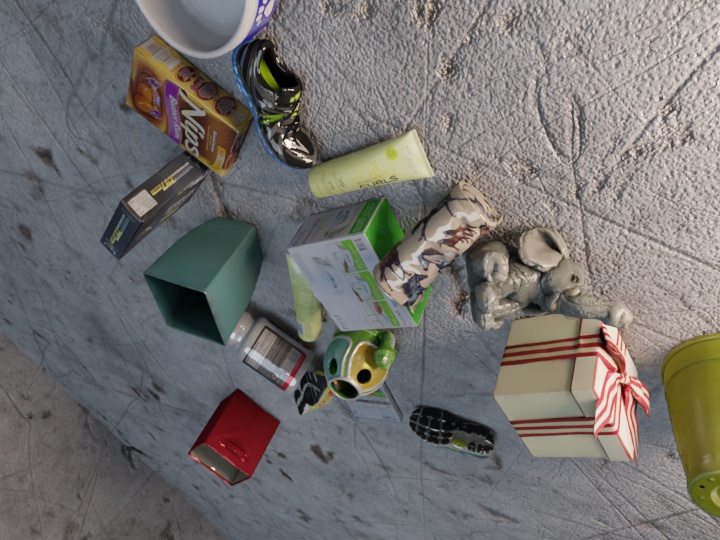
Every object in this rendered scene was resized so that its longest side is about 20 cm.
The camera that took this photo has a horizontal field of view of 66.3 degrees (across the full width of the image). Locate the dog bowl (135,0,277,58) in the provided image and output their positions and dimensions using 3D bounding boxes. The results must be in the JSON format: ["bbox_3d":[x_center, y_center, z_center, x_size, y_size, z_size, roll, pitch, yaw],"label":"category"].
[{"bbox_3d":[-0.198,-0.379,0.682,0.194,0.079,0.205,17,130,20],"label":"dog bowl"}]

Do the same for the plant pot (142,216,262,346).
[{"bbox_3d":[-0.275,0.002,1.042,0.137,0.203,0.144,14,139,19],"label":"plant pot"}]

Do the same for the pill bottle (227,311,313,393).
[{"bbox_3d":[-0.211,0.178,1.250,0.197,0.112,0.111,35,140,-5],"label":"pill bottle"}]

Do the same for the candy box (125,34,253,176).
[{"bbox_3d":[-0.277,-0.261,0.891,0.197,0.057,0.117,36,139,-7],"label":"candy box"}]

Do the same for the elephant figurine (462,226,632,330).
[{"bbox_3d":[0.255,0.016,0.786,0.192,0.161,0.142,-7,170,4],"label":"elephant figurine"}]

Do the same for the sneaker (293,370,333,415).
[{"bbox_3d":[-0.097,0.281,1.310,0.200,0.088,0.081,-51,54,59],"label":"sneaker"}]

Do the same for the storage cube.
[{"bbox_3d":[-0.371,0.491,1.616,0.170,0.182,0.199,39,141,-10],"label":"storage cube"}]

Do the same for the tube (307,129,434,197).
[{"bbox_3d":[0.010,-0.153,0.825,0.194,0.054,0.057,-8,171,32],"label":"tube"}]

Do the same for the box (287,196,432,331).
[{"bbox_3d":[0.000,0.000,0.945,0.172,0.098,0.203,-8,127,38],"label":"box"}]

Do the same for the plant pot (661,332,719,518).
[{"bbox_3d":[0.526,0.231,0.768,0.194,0.195,0.204,17,139,16],"label":"plant pot"}]

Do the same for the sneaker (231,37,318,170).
[{"bbox_3d":[-0.115,-0.235,0.800,0.081,0.071,0.203,1,129,39],"label":"sneaker"}]

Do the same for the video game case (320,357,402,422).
[{"bbox_3d":[0.004,0.280,1.290,0.139,0.018,0.203,-2,130,35],"label":"video game case"}]

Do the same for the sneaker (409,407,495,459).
[{"bbox_3d":[0.198,0.370,1.216,0.194,0.079,0.081,18,148,15],"label":"sneaker"}]

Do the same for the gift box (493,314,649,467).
[{"bbox_3d":[0.334,0.192,0.854,0.183,0.204,0.185,-16,127,40],"label":"gift box"}]

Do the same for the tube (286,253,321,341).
[{"bbox_3d":[-0.106,0.055,1.101,0.056,0.053,0.205,-13,133,-13],"label":"tube"}]

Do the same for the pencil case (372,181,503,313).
[{"bbox_3d":[0.111,-0.035,0.799,0.089,0.079,0.200,38,114,-16],"label":"pencil case"}]

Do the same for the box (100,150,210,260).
[{"bbox_3d":[-0.351,-0.123,0.963,0.051,0.201,0.156,45,138,-11],"label":"box"}]

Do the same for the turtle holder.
[{"bbox_3d":[0.007,0.186,1.102,0.180,0.133,0.144,1,132,31],"label":"turtle holder"}]
